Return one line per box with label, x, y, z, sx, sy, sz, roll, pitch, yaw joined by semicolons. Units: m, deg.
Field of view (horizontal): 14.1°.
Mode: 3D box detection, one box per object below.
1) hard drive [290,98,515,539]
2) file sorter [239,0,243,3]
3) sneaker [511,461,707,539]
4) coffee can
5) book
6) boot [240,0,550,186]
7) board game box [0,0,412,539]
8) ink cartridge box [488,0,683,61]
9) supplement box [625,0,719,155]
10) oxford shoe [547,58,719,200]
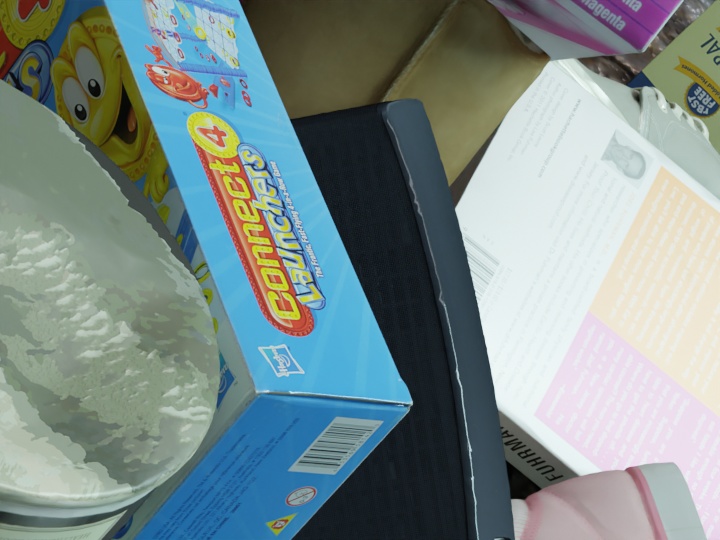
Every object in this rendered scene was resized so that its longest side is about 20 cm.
hard drive;-0.023;0.048;0.933;0.042;0.134;0.201;66;15;-79
file sorter;-0.109;-0.112;1.067;0.199;0.139;0.126;23;36;-28
sneaker;0.079;0.139;0.970;0.104;0.076;0.200;-7;31;-7
coffee can;-0.151;0.059;0.771;0.146;0.200;0.147;27;36;-22
book;0.106;0.032;1.097;0.200;0.048;0.134;40;58;-17
boot;0.000;0.000;0.994;0.175;0.200;0.066;36;0;-9
board game box;-0.091;0.020;0.879;0.056;0.200;0.196;8;46;-39
ink cartridge box;0.016;-0.142;0.976;0.196;0.043;0.200;36;-3;-9
supplement box;0.249;-0.089;1.319;0.134;0.200;0.200;50;17;13
oxford shoe;0.111;-0.046;1.176;0.200;0.075;0.058;41;70;-32
